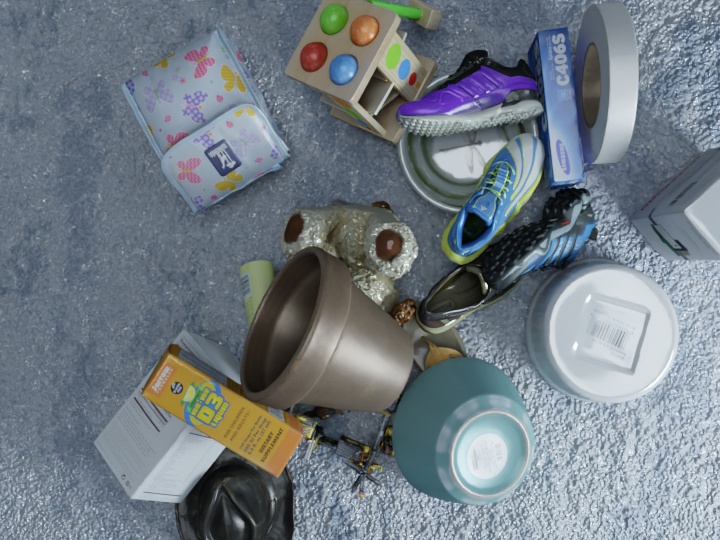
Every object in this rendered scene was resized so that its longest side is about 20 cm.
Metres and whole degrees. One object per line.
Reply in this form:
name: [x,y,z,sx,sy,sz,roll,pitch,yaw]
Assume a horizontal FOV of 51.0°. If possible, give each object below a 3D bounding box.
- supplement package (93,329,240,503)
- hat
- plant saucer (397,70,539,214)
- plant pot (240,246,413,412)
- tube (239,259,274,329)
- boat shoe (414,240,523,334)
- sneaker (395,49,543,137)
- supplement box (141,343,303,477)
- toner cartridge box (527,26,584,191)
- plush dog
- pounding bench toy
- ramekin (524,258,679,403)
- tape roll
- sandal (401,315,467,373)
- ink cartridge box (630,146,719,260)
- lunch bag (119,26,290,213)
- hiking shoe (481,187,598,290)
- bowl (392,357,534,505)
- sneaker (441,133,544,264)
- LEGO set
supplement package: [-0.246,0.203,1.041,0.109,0.114,0.201,40,91,31]
hat: [-0.185,0.339,1.062,0.197,0.081,0.205,0,88,6]
plant saucer: [0.150,-0.178,1.068,0.196,0.050,0.204,0,88,4]
plant pot: [-0.032,0.098,0.950,0.173,0.200,0.202,28,91,-24]
tube: [-0.132,0.088,1.055,0.051,0.058,0.203,-21,67,26]
boat shoe: [0.164,0.017,1.040,0.199,0.065,0.074,-38,80,-11]
sneaker: [0.141,-0.242,1.016,0.196,0.070,0.101,-8,85,-3]
supplement box: [-0.170,0.173,0.937,0.198,0.069,0.067,33,90,-9]
toner cartridge box: [0.267,-0.218,1.039,0.042,0.095,0.204,-6,87,5]
plush dog: [0.000,0.000,1.048,0.197,0.160,0.175,9,107,22]
pounding bench toy: [0.017,-0.307,1.011,0.123,0.156,0.202,29,90,31]
ramekin: [0.329,0.083,1.022,0.196,0.098,0.205,0,88,4]
tape roll: [0.316,-0.242,0.984,0.036,0.203,0.207,-2,88,5]
sandal: [0.121,0.147,1.058,0.079,0.054,0.203,-22,87,3]
ink cartridge box: [0.454,-0.089,0.969,0.146,0.200,0.085,-42,89,3]
lunch bag: [-0.211,-0.207,1.062,0.168,0.127,0.202,-27,93,5]
hiking shoe: [0.251,-0.026,1.015,0.199,0.074,0.087,-38,113,-16]
bowl: [0.151,0.224,0.996,0.197,0.105,0.205,-2,96,-16]
sneaker: [0.181,-0.093,0.986,0.075,0.105,0.202,33,93,1]
LEGO set: [-0.034,0.202,1.036,0.198,0.116,0.156,28,90,4]
